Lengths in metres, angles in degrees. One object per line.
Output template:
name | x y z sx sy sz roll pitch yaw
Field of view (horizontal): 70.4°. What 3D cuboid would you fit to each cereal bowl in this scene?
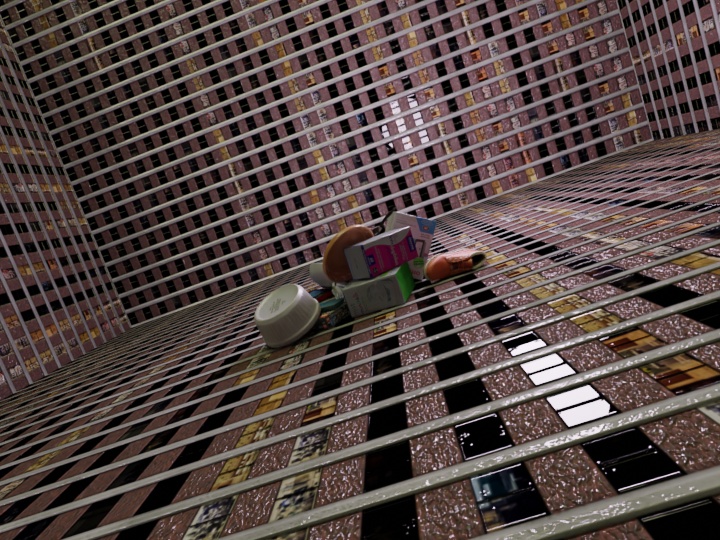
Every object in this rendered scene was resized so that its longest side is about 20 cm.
cereal bowl | -0.111 0.031 2.047 0.198 0.084 0.200 8 -10 1

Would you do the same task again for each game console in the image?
game console | -0.219 0.119 2.043 0.176 0.031 0.200 -24 8 -27

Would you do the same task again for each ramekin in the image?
ramekin | -0.225 0.127 1.520 0.201 0.095 0.203 -25 28 14

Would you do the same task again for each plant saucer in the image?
plant saucer | -0.041 -0.056 1.586 0.199 0.202 0.037 -25 46 -31
plant saucer | -0.143 0.122 1.590 0.199 0.019 0.070 -17 9 30

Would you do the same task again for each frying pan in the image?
frying pan | 0.053 -0.130 1.710 0.190 0.031 0.115 -40 -6 -1

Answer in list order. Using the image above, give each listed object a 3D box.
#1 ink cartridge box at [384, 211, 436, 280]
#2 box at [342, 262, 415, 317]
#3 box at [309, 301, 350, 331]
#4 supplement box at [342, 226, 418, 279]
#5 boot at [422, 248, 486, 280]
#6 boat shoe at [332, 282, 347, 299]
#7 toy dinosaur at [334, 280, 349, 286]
ink cartridge box | 0.154 -0.086 1.733 0.145 0.202 0.146 12 6 -6
box | 0.060 0.050 1.561 0.175 0.097 0.200 -18 8 18
box | -0.131 0.147 1.592 0.199 0.038 0.136 -14 10 41
supplement box | 0.064 -0.054 1.553 0.199 0.102 0.103 -24 9 -33
boot | 0.291 -0.021 1.571 0.199 0.076 0.107 -21 13 -18
boat shoe | -0.062 0.082 1.771 0.074 0.065 0.202 10 4 -12
toy dinosaur | 0.000 0.000 1.717 0.200 0.077 0.102 -50 -24 -10
